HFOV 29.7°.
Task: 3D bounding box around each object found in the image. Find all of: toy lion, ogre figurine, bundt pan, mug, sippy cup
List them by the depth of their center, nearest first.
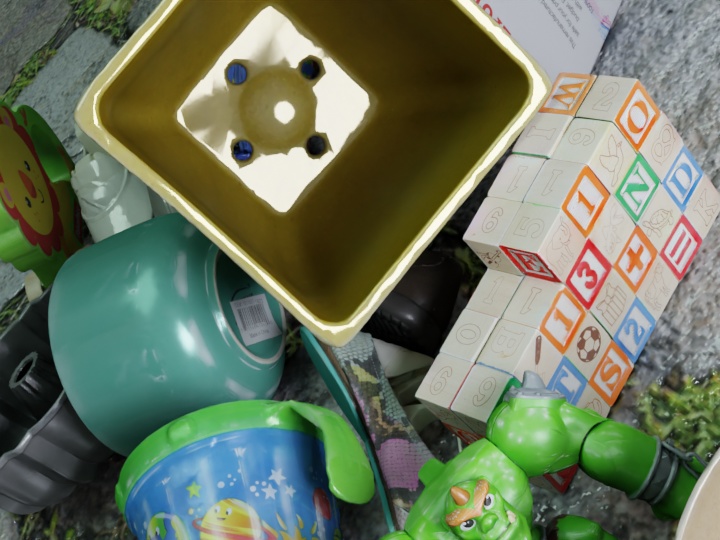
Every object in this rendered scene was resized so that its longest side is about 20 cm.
[{"bbox_3d":[0.076,0.143,0.666,0.200,0.120,0.098,-47,1,14],"label":"ogre figurine"},{"bbox_3d":[-0.064,0.167,0.784,0.138,0.179,0.131,-10,50,-13],"label":"sippy cup"},{"bbox_3d":[-0.119,0.027,0.931,0.113,0.152,0.187,-20,44,24],"label":"mug"},{"bbox_3d":[-0.225,0.095,1.018,0.201,0.076,0.203,-37,28,24],"label":"bundt pan"},{"bbox_3d":[-0.275,-0.069,1.120,0.068,0.193,0.201,-23,38,7],"label":"toy lion"}]

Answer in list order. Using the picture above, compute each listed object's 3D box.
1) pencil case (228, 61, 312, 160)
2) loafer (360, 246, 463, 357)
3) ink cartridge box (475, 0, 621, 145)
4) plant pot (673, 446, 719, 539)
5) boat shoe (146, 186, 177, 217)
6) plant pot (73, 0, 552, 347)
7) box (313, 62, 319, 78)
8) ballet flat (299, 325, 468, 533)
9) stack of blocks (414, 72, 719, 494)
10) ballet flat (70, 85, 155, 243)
[{"bbox_3d":[-0.074,-0.170,1.053,0.077,0.087,0.203,1,89,23],"label":"pencil case"},{"bbox_3d":[0.000,0.000,0.918,0.071,0.073,0.199,-47,41,-16],"label":"loafer"},{"bbox_3d":[0.105,-0.206,0.924,0.083,0.145,0.202,4,61,45],"label":"ink cartridge box"},{"bbox_3d":[0.233,0.140,0.507,0.199,0.134,0.202,-25,43,26],"label":"plant pot"},{"bbox_3d":[-0.148,-0.094,1.076,0.060,0.075,0.201,-12,43,-16],"label":"boat shoe"},{"bbox_3d":[-0.038,-0.099,0.822,0.195,0.195,0.200,-50,10,-3],"label":"plant pot"},{"bbox_3d":[-0.125,-0.114,1.153,0.136,0.038,0.201,14,68,49],"label":"box"},{"bbox_3d":[0.025,0.091,0.817,0.070,0.070,0.201,-26,43,-2],"label":"ballet flat"},{"bbox_3d":[0.112,0.006,0.757,0.058,0.115,0.201,15,69,49],"label":"stack of blocks"},{"bbox_3d":[-0.213,-0.086,1.130,0.069,0.069,0.201,-33,40,17],"label":"ballet flat"}]
